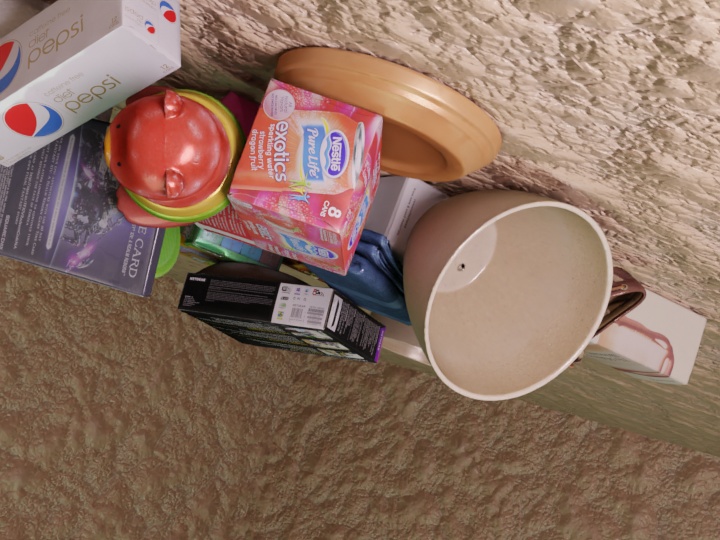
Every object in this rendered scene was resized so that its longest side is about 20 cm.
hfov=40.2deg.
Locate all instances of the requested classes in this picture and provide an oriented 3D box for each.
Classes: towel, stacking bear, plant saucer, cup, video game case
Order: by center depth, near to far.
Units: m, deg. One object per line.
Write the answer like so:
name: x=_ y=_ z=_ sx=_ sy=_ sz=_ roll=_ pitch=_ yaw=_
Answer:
stacking bear: x=-0.144 y=-0.090 z=0.761 sx=0.113 sy=0.122 sz=0.200 roll=5 pitch=-177 yaw=-5
plant saucer: x=0.018 y=-0.122 z=0.822 sx=0.199 sy=0.038 sz=0.200 roll=20 pitch=171 yaw=3
video game case: x=-0.266 y=-0.070 z=0.895 sx=0.199 sy=0.144 sz=0.019 roll=15 pitch=-176 yaw=13
cup: x=0.119 y=0.002 z=0.948 sx=0.200 sy=0.201 sz=0.143 roll=26 pitch=-168 yaw=-34
towel: x=0.000 y=0.000 z=1.029 sx=0.111 sy=0.049 sz=0.200 roll=19 pitch=169 yaw=23
plant saucer: x=-0.124 y=0.031 z=1.252 sx=0.199 sy=0.037 sz=0.201 roll=14 pitch=164 yaw=4

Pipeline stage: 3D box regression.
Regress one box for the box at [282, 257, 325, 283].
box: x=-0.020 y=-0.031 z=1.294 sx=0.136 sy=0.039 sz=0.200 roll=25 pitch=155 yaw=-32

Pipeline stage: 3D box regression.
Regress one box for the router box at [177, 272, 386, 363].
router box: x=-0.090 y=0.056 z=1.150 sx=0.199 sy=0.051 sz=0.149 roll=6 pitch=163 yaw=27

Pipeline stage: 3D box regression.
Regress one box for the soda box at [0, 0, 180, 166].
soda box: x=-0.235 y=-0.157 z=0.770 sx=0.199 sy=0.068 sz=0.064 roll=-22 pitch=149 yaw=27

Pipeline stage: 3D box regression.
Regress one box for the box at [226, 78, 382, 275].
box: x=-0.041 y=-0.070 z=0.825 sx=0.095 sy=0.100 sz=0.200 roll=19 pitch=171 yaw=3

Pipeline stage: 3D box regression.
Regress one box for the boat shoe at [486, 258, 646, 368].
boat shoe: x=0.206 y=0.063 z=1.018 sx=0.072 sy=0.199 sz=0.072 roll=50 pitch=167 yaw=50

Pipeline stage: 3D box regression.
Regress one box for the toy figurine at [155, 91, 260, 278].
toy figurine: x=-0.154 y=-0.108 z=0.956 sx=0.183 sy=0.200 sz=0.150 roll=-23 pitch=117 yaw=24

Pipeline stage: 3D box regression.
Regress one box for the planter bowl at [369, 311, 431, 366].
planter bowl: x=0.115 y=0.062 z=1.406 sx=0.199 sy=0.135 sz=0.200 roll=19 pitch=172 yaw=3

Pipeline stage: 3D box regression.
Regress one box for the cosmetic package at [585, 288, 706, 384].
cosmetic package: x=0.288 y=0.058 z=1.148 sx=0.199 sy=0.088 sz=0.103 roll=23 pitch=170 yaw=-19

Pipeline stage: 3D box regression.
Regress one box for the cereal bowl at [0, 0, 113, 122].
cereal bowl: x=-0.319 y=-0.203 z=0.912 sx=0.199 sy=0.084 sz=0.200 roll=17 pitch=171 yaw=3

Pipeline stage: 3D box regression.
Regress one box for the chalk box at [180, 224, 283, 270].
chalk box: x=-0.161 y=-0.069 z=1.263 sx=0.123 sy=0.125 sz=0.200 roll=24 pitch=169 yaw=-27

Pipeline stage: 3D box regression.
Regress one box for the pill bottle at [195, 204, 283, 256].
pill bottle: x=-0.124 y=-0.087 z=1.090 sx=0.199 sy=0.113 sz=0.112 roll=18 pitch=171 yaw=31

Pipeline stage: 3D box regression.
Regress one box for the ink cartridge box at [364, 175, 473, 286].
ink cartridge box: x=0.082 y=-0.026 z=1.102 sx=0.199 sy=0.085 sz=0.144 roll=26 pitch=169 yaw=-27
